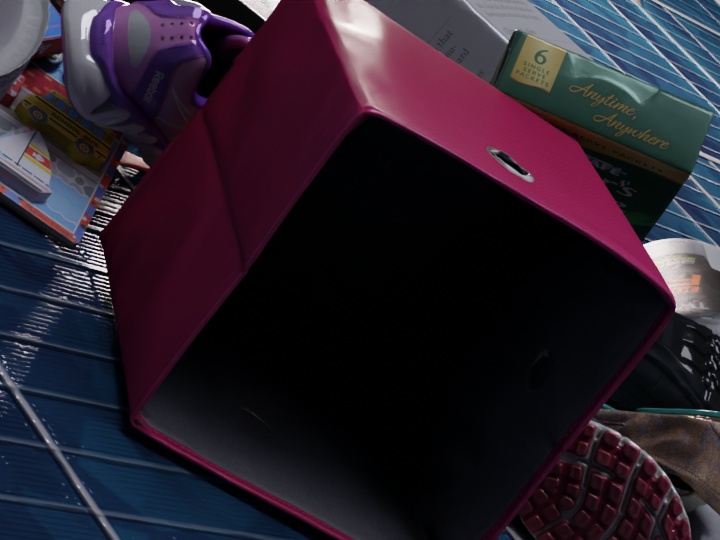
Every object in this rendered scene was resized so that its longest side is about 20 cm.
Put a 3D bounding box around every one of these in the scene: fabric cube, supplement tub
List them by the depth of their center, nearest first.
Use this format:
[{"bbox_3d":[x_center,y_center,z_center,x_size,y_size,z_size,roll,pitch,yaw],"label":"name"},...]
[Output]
[{"bbox_3d":[0.007,0.000,1.270,0.196,0.200,0.199,31,18,-22],"label":"fabric cube"},{"bbox_3d":[0.217,0.065,1.679,0.122,0.123,0.200,36,16,-11],"label":"supplement tub"}]

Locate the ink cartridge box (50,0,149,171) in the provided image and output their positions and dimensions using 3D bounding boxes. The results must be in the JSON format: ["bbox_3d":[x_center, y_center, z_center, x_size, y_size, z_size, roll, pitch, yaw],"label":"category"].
[{"bbox_3d":[-0.166,-0.129,1.513,0.174,0.044,0.200,46,18,26],"label":"ink cartridge box"}]

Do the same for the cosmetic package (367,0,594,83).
[{"bbox_3d":[0.065,-0.101,1.713,0.200,0.166,0.167,44,17,13],"label":"cosmetic package"}]

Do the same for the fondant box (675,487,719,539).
[{"bbox_3d":[0.233,0.210,1.453,0.144,0.058,0.200,35,18,-13],"label":"fondant box"}]

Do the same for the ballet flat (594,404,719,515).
[{"bbox_3d":[0.150,0.110,1.488,0.068,0.067,0.200,31,-16,-35],"label":"ballet flat"}]

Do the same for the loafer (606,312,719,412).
[{"bbox_3d":[0.169,0.056,1.538,0.201,0.070,0.068,36,43,-22],"label":"loafer"}]

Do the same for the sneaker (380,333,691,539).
[{"bbox_3d":[0.106,0.098,1.435,0.200,0.081,0.075,40,14,6],"label":"sneaker"}]

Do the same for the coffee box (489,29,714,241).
[{"bbox_3d":[0.119,-0.064,1.455,0.123,0.044,0.200,24,-18,-1],"label":"coffee box"}]

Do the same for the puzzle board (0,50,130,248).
[{"bbox_3d":[-0.210,-0.112,1.346,0.200,0.017,0.151,35,34,-12],"label":"puzzle board"}]

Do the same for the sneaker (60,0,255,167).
[{"bbox_3d":[-0.086,-0.098,1.384,0.200,0.088,0.081,36,46,-66],"label":"sneaker"}]

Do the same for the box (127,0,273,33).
[{"bbox_3d":[-0.098,-0.164,1.560,0.200,0.044,0.160,38,6,-6],"label":"box"}]

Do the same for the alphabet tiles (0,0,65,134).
[{"bbox_3d":[-0.216,-0.146,1.398,0.167,0.008,0.200,44,33,0],"label":"alphabet tiles"}]

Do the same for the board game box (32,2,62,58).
[{"bbox_3d":[-0.246,-0.143,1.311,0.103,0.019,0.200,52,34,15],"label":"board game box"}]

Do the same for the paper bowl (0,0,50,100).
[{"bbox_3d":[-0.242,-0.160,1.225,0.201,0.104,0.201,28,36,-23],"label":"paper bowl"}]
